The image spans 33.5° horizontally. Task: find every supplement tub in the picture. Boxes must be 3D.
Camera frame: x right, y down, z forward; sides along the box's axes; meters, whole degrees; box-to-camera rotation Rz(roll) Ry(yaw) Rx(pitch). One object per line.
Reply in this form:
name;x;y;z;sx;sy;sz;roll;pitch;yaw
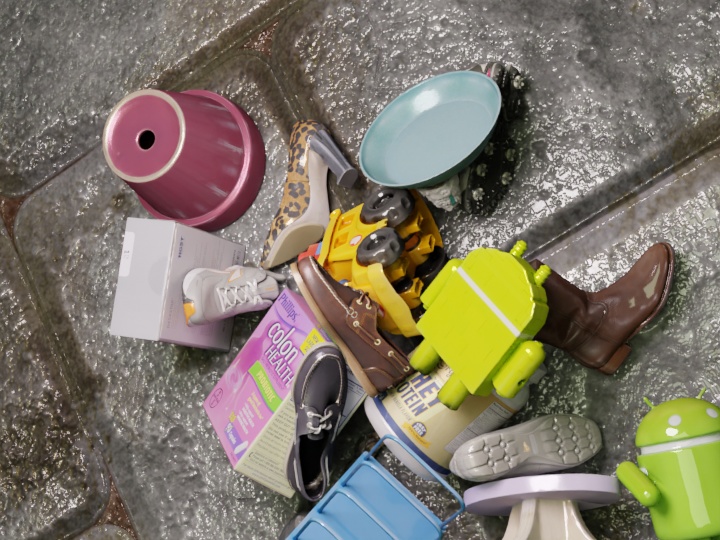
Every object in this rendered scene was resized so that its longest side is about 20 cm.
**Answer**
supplement tub;0.119;0.147;1.485;0.200;0.144;0.145;-44;70;10

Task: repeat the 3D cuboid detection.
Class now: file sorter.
file sorter;0.008;0.311;1.394;0.139;0.123;0.200;42;60;6

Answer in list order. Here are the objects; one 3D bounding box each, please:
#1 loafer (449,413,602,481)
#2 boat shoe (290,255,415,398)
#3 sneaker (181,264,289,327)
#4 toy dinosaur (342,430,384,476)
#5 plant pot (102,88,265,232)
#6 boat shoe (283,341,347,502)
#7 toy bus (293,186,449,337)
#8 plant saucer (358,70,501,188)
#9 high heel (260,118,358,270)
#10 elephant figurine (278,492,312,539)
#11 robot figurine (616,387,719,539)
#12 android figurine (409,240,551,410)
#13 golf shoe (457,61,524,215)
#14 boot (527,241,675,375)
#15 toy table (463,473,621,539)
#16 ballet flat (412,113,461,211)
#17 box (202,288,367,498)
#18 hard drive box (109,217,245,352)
loafer;0.200;0.215;1.448;0.199;0.070;0.070;-4;77;-24
boat shoe;-0.007;0.057;1.413;0.070;0.070;0.200;-30;115;11
sneaker;-0.161;0.027;1.579;0.091;0.200;0.076;-4;99;23
toy dinosaur;0.001;0.293;1.526;0.088;0.200;0.047;42;132;-7
plant pot;-0.255;-0.166;1.657;0.199;0.179;0.201;-3;80;20
boat shoe;-0.047;0.185;1.437;0.063;0.072;0.201;-130;47;-59
toy bus;0.000;0.000;1.523;0.191;0.136;0.201;-17;34;23
plant saucer;0.093;-0.169;1.506;0.199;0.036;0.201;-22;40;19
high heel;-0.096;-0.108;1.661;0.200;0.071;0.143;-50;51;17
elephant figurine;-0.072;0.374;1.491;0.154;0.200;0.142;15;93;24
robot figurine;0.385;0.239;1.382;0.174;0.116;0.201;-9;80;-11
android figurine;0.141;0.058;1.374;0.200;0.041;0.182;-55;50;16
golf shoe;0.157;-0.172;1.567;0.088;0.077;0.201;9;86;46
boot;0.263;0.017;1.425;0.187;0.199;0.064;-63;26;3
toy table;0.217;0.315;1.417;0.199;0.183;0.118;-23;58;42
ballet flat;0.083;-0.144;1.573;0.072;0.072;0.200;-36;40;13
box;-0.094;0.155;1.545;0.200;0.096;0.176;-53;29;6
hard drive box;-0.242;0.023;1.612;0.076;0.200;0.157;6;84;21
